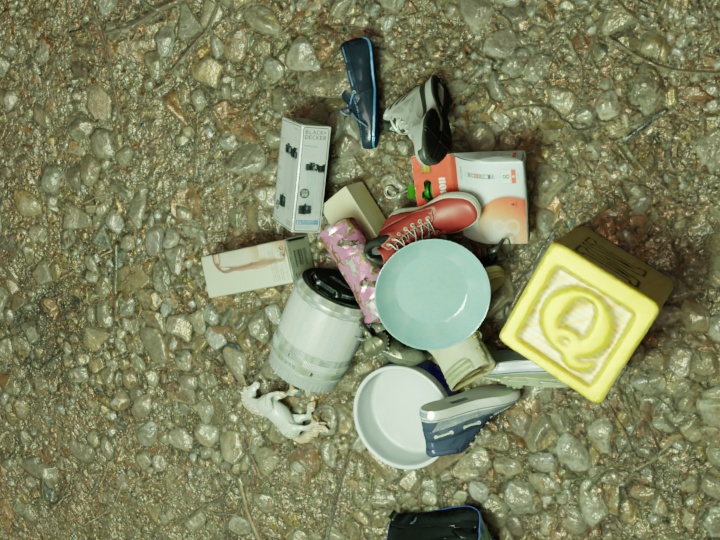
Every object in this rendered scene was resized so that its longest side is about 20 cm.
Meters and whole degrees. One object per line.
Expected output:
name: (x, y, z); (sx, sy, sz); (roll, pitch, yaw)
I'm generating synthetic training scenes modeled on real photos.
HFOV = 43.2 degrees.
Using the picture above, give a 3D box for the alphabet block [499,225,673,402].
alphabet block: (0.374, 0.065, 1.491); (0.195, 0.200, 0.197); (32, 111, 17)

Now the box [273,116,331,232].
box: (-0.112, -0.182, 1.717); (0.116, 0.059, 0.202); (-148, 61, -62)

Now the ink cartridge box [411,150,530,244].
ink cartridge box: (0.190, -0.124, 1.577); (0.197, 0.050, 0.164); (-2, 123, 13)

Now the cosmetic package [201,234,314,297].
cosmetic package: (-0.202, -0.008, 1.803); (0.198, 0.103, 0.088); (-11, 94, 25)

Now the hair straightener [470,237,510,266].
hair straightener: (0.194, -0.021, 1.633); (0.199, 0.076, 0.041); (-24, 67, 41)

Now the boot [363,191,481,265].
boot: (0.104, -0.063, 1.562); (0.199, 0.144, 0.073); (-14, 113, 38)

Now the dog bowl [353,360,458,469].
dog bowl: (0.090, 0.269, 1.732); (0.198, 0.079, 0.203); (5, 102, 24)

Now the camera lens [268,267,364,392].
camera lens: (-0.074, 0.108, 1.732); (0.159, 0.160, 0.202); (30, 111, 17)

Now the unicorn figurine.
unicorn figurine: (-0.167, 0.279, 1.854); (0.137, 0.074, 0.201); (-36, 89, 37)

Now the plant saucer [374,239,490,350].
plant saucer: (0.123, 0.037, 1.564); (0.198, 0.039, 0.203); (0, 110, 1)

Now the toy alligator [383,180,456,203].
toy alligator: (0.123, -0.146, 1.649); (0.198, 0.054, 0.060); (-3, 98, 25)

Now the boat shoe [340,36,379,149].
boat shoe: (-0.002, -0.320, 1.666); (0.068, 0.084, 0.203); (-5, 84, 7)

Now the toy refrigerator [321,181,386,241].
toy refrigerator: (0.017, -0.060, 1.710); (0.076, 0.070, 0.201); (-36, 83, 33)

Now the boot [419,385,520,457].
boot: (0.200, 0.270, 1.641); (0.198, 0.073, 0.091); (-11, 102, -17)

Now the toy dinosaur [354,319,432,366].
toy dinosaur: (0.075, 0.145, 1.689); (0.198, 0.103, 0.077); (21, 118, -9)

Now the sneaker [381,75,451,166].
sneaker: (0.094, -0.243, 1.592); (0.115, 0.202, 0.076); (-23, 131, 33)

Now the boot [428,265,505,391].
boot: (0.203, 0.101, 1.610); (0.200, 0.072, 0.155); (-40, 57, 12)

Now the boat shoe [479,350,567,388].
boat shoe: (0.282, 0.182, 1.630); (0.198, 0.072, 0.063); (-3, 104, 25)

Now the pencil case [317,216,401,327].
pencil case: (0.000, 0.000, 1.638); (0.086, 0.083, 0.201); (-32, 80, 17)

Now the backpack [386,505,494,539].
backpack: (0.154, 0.539, 1.703); (0.198, 0.184, 0.148); (-20, 115, 23)
